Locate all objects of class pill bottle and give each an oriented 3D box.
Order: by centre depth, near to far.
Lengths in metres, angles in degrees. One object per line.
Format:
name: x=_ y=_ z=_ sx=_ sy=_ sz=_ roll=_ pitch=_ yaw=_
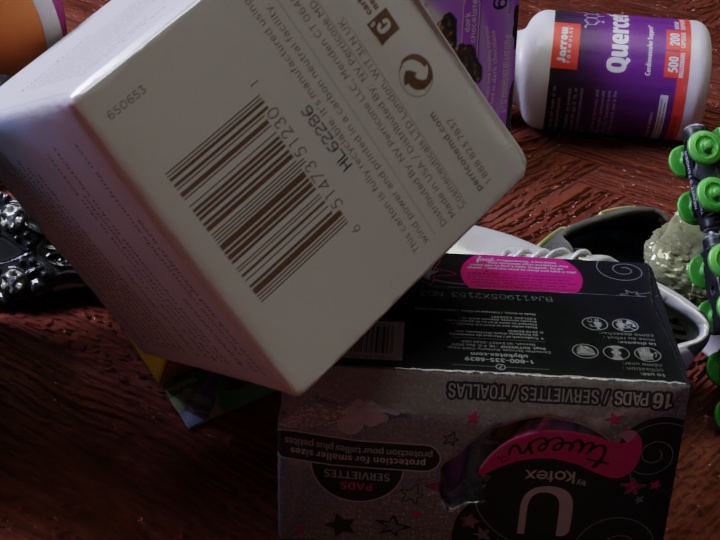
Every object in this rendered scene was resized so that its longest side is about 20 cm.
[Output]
pill bottle: x=0.222 y=-0.185 z=1.202 sx=0.199 sy=0.113 sz=0.113 roll=5 pitch=27 yaw=6

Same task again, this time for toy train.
toy train: x=0.232 y=0.006 z=0.773 sx=0.056 sy=0.201 sz=0.042 roll=-5 pitch=-12 yaw=-12

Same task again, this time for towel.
towel: x=0.283 y=-0.010 z=0.873 sx=0.148 sy=0.037 sz=0.200 roll=27 pitch=34 yaw=17

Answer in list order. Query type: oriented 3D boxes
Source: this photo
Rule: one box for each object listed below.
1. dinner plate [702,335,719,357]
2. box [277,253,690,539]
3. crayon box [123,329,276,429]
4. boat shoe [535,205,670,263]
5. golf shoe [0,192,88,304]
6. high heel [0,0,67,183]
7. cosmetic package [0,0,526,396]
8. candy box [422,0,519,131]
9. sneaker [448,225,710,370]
dinner plate: x=0.322 y=0.034 z=0.879 sx=0.200 sy=0.024 sz=0.200 roll=3 pitch=27 yaw=-1
box: x=0.059 y=0.070 z=0.683 sx=0.199 sy=0.115 sz=0.132 roll=2 pitch=28 yaw=2
crayon box: x=-0.102 y=-0.014 z=0.798 sx=0.126 sy=0.052 sz=0.200 roll=-22 pitch=65 yaw=-34
boat shoe: x=0.140 y=0.006 z=0.855 sx=0.202 sy=0.060 sz=0.072 roll=-25 pitch=68 yaw=-42
golf shoe: x=-0.215 y=-0.014 z=0.895 sx=0.199 sy=0.077 sz=0.088 roll=2 pitch=-1 yaw=7
high heel: x=-0.199 y=-0.139 z=0.752 sx=0.067 sy=0.200 sz=0.096 roll=9 pitch=60 yaw=-8
cosmetic package: x=-0.065 y=-0.062 z=0.634 sx=0.166 sy=0.167 sz=0.200 roll=-45 pitch=23 yaw=-21
candy box: x=0.032 y=-0.160 z=1.075 sx=0.200 sy=0.168 sz=0.072 roll=-15 pitch=30 yaw=-30
sneaker: x=0.115 y=0.009 z=0.766 sx=0.200 sy=0.071 sz=0.073 roll=17 pitch=61 yaw=-5
